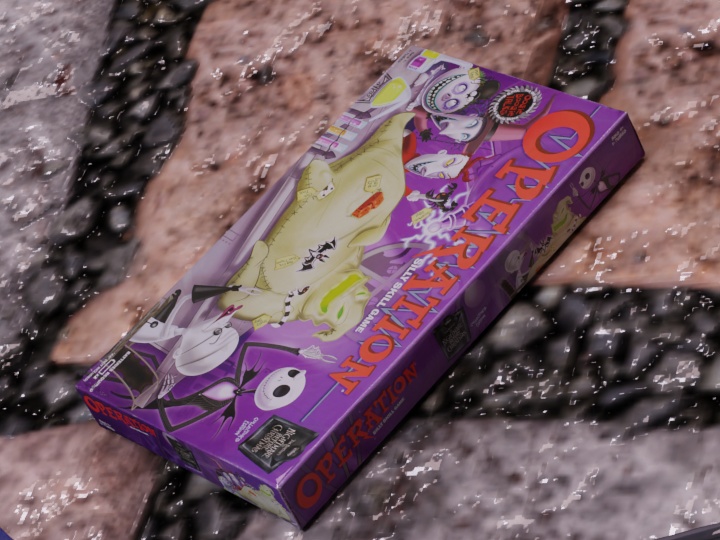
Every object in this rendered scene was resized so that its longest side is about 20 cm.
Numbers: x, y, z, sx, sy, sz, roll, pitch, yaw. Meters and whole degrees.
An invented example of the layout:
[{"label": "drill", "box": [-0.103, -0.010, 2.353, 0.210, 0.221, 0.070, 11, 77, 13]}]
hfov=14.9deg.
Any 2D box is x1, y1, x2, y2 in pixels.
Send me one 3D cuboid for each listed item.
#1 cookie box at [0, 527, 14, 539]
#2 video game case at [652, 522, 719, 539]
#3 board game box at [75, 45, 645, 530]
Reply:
[{"label": "cookie box", "box": [-0.199, 0.165, 0.832, 0.200, 0.075, 0.171, -42, 11, 20]}, {"label": "video game case", "box": [0.094, 0.152, 0.772, 0.200, 0.026, 0.181, -15, 44, 0]}, {"label": "board game box", "box": [0.000, 0.000, 1.030, 0.120, 0.032, 0.200, 24, 61, 40]}]
